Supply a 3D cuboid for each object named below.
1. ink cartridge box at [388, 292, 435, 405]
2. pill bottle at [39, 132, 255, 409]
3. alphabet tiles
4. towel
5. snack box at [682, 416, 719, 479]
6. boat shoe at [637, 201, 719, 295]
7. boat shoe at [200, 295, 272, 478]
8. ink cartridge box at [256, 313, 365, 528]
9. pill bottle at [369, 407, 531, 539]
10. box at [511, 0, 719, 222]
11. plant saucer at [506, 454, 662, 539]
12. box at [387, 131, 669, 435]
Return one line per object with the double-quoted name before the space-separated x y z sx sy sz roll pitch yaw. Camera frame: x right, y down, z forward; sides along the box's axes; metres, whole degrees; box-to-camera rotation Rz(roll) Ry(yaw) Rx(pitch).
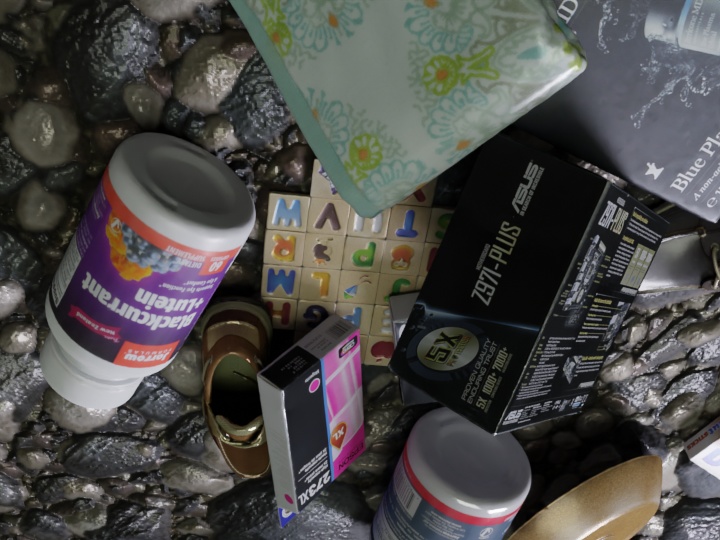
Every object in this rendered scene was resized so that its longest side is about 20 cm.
"ink cartridge box" 0.126 0.056 0.758 0.196 0.039 0.101 -10 125 0
"pill bottle" -0.169 0.008 0.665 0.110 0.112 0.201 24 120 -19
"alphabet tiles" 0.000 0.000 0.734 0.163 0.006 0.203 4 125 -7
"towel" 0.014 -0.157 0.527 0.170 0.048 0.202 -33 86 35
"snack box" 0.418 0.204 0.893 0.198 0.024 0.072 32 119 -24
"boat shoe" 0.297 -0.023 0.696 0.197 0.074 0.075 -20 124 10
"boat shoe" -0.107 0.117 0.765 0.074 0.074 0.202 -4 129 -1
"ink cartridge box" -0.039 0.143 0.777 0.037 0.094 0.202 28 137 31
"pill bottle" 0.073 0.242 0.839 0.117 0.120 0.202 11 124 -11
"box" 0.195 -0.168 0.563 0.197 0.118 0.198 21 121 -16
"plant saucer" 0.218 0.252 0.851 0.197 0.036 0.202 -22 146 -16
"box" 0.124 0.013 0.607 0.199 0.085 0.166 7 109 -61
